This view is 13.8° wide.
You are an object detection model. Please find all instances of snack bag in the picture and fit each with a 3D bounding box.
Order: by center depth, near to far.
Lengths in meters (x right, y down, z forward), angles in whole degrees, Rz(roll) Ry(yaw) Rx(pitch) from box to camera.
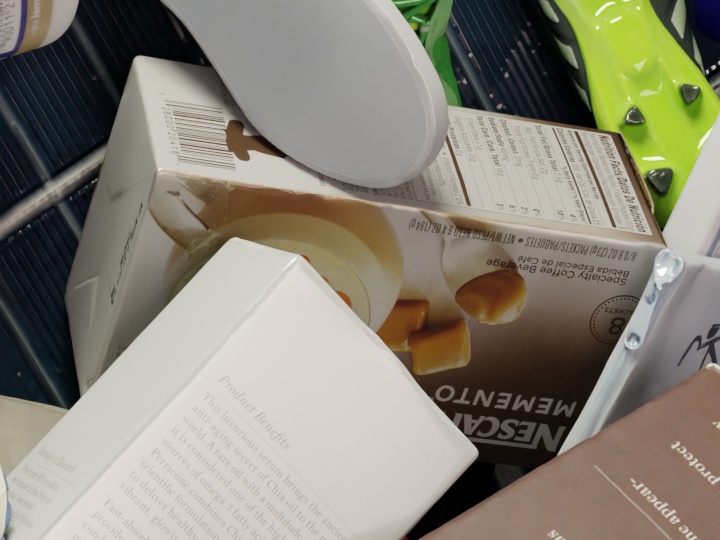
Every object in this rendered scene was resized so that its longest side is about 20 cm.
[{"bbox_3d":[0.126,0.076,1.194,0.200,0.021,0.189,4,119,-54],"label":"snack bag"}]

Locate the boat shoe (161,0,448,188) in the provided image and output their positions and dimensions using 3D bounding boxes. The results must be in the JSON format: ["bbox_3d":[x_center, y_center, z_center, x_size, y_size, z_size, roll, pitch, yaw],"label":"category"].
[{"bbox_3d":[-0.035,-0.112,1.089,0.200,0.065,0.074,47,119,11],"label":"boat shoe"}]

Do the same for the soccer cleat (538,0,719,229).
[{"bbox_3d":[0.100,-0.109,1.207,0.067,0.081,0.201,-17,84,-4],"label":"soccer cleat"}]

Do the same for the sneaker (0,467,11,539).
[{"bbox_3d":[-0.187,0.037,0.994,0.077,0.200,0.085,-37,147,6],"label":"sneaker"}]

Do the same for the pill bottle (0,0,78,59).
[{"bbox_3d":[-0.207,-0.110,1.031,0.199,0.116,0.116,-17,105,-22],"label":"pill bottle"}]

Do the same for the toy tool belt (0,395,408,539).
[{"bbox_3d":[-0.093,0.125,1.136,0.199,0.125,0.123,15,123,-23],"label":"toy tool belt"}]

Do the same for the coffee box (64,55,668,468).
[{"bbox_3d":[0.000,0.000,1.130,0.199,0.080,0.115,9,124,-19],"label":"coffee box"}]

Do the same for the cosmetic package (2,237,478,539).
[{"bbox_3d":[-0.068,0.096,1.022,0.200,0.071,0.101,-46,111,-11],"label":"cosmetic package"}]

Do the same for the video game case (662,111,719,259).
[{"bbox_3d":[0.188,-0.049,1.189,0.182,0.023,0.200,-16,136,-50],"label":"video game case"}]

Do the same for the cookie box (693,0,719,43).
[{"bbox_3d":[0.215,-0.196,1.177,0.200,0.075,0.171,-47,152,-20],"label":"cookie box"}]

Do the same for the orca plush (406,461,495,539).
[{"bbox_3d":[0.044,0.144,1.212,0.105,0.071,0.200,27,86,-26],"label":"orca plush"}]

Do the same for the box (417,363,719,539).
[{"bbox_3d":[0.094,0.173,1.055,0.200,0.164,0.166,-29,150,-32],"label":"box"}]

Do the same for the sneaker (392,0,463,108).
[{"bbox_3d":[0.002,-0.108,1.146,0.074,0.084,0.201,-23,110,-20],"label":"sneaker"}]
